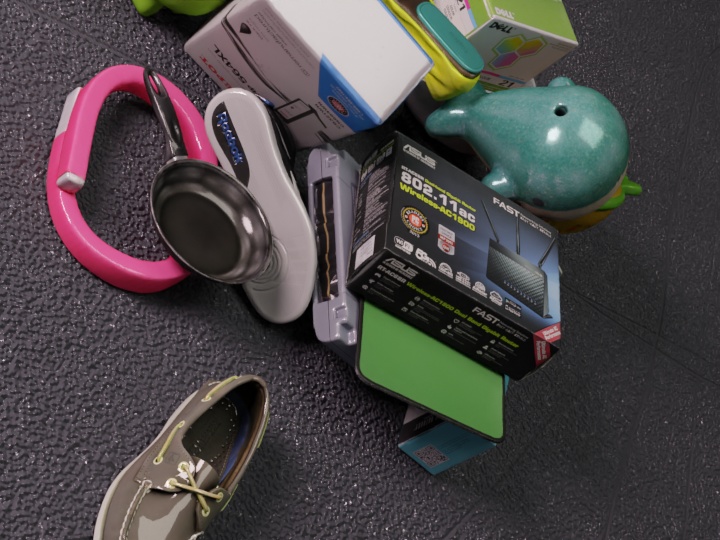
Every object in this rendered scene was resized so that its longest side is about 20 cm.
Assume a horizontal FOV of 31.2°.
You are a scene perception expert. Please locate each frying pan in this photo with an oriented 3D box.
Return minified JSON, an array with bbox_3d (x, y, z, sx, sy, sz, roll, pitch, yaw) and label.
[{"bbox_3d":[-0.145,-0.065,1.025,0.190,0.031,0.115,49,38,-2],"label":"frying pan"}]

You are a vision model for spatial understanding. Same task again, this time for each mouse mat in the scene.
[{"bbox_3d":[0.065,0.044,1.136,0.160,0.008,0.201,27,44,-24],"label":"mouse mat"}]

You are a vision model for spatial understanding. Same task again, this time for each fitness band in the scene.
[{"bbox_3d":[-0.179,-0.077,1.044,0.143,0.037,0.201,31,47,-32],"label":"fitness band"}]

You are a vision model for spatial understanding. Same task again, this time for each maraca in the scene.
[{"bbox_3d":[0.220,-0.097,1.367,0.137,0.108,0.199,30,24,27],"label":"maraca"}]

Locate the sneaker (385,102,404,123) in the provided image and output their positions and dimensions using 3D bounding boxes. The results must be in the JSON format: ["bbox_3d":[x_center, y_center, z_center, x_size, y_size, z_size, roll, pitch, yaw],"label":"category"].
[{"bbox_3d":[0.001,-0.194,1.240,0.091,0.078,0.200,39,-4,36],"label":"sneaker"}]

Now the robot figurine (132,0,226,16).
[{"bbox_3d":[-0.128,-0.301,1.117,0.175,0.199,0.116,-16,79,-51],"label":"robot figurine"}]

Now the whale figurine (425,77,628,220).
[{"bbox_3d":[0.159,-0.136,1.237,0.199,0.104,0.159,29,68,22],"label":"whale figurine"}]

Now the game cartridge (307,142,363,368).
[{"bbox_3d":[0.000,0.000,1.162,0.133,0.040,0.201,39,40,-48],"label":"game cartridge"}]

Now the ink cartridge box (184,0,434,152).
[{"bbox_3d":[-0.050,-0.188,1.124,0.146,0.200,0.084,46,69,-16],"label":"ink cartridge box"}]

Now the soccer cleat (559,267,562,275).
[{"bbox_3d":[0.145,-0.010,1.336,0.199,0.069,0.086,-11,63,-56],"label":"soccer cleat"}]

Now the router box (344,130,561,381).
[{"bbox_3d":[0.087,-0.013,1.146,0.199,0.062,0.151,29,41,-22],"label":"router box"}]

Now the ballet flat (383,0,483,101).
[{"bbox_3d":[0.041,-0.250,1.243,0.067,0.067,0.201,-29,85,-48],"label":"ballet flat"}]

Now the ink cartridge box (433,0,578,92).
[{"bbox_3d":[0.166,-0.268,1.290,0.147,0.199,0.076,5,62,-45],"label":"ink cartridge box"}]

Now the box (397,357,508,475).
[{"bbox_3d":[0.098,0.088,1.205,0.049,0.082,0.201,40,41,-21],"label":"box"}]

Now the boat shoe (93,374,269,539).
[{"bbox_3d":[-0.125,0.148,0.932,0.072,0.060,0.202,47,39,-15],"label":"boat shoe"}]

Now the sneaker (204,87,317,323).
[{"bbox_3d":[-0.074,-0.061,1.124,0.112,0.072,0.202,-44,122,-78],"label":"sneaker"}]

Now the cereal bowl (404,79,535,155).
[{"bbox_3d":[0.100,-0.210,1.408,0.199,0.083,0.201,28,46,-34],"label":"cereal bowl"}]
